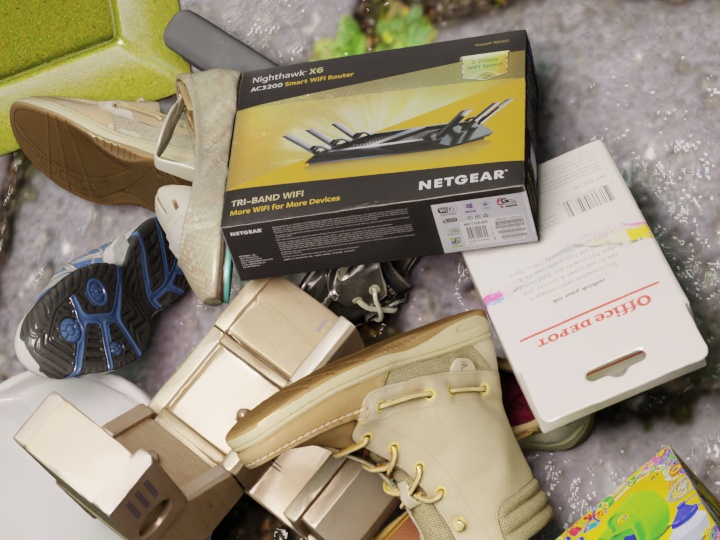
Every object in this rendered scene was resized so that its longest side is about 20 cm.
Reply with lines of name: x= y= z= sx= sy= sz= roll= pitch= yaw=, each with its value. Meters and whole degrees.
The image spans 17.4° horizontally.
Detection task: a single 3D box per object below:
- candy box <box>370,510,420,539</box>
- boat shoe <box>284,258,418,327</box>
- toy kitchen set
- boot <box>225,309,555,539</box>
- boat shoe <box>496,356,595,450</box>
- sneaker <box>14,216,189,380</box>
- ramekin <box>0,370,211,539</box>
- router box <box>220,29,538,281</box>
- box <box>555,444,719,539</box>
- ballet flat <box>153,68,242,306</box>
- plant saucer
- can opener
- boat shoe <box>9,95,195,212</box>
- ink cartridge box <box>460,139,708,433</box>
candy box: x=0.001 y=0.256 z=1.534 sx=0.200 sy=0.056 sz=0.117 roll=-37 pitch=64 yaw=9
boat shoe: x=0.000 y=0.000 z=1.596 sx=0.064 sy=0.071 sz=0.200 roll=34 pitch=89 yaw=28
toy kitchen set: x=-0.069 y=0.099 z=1.455 sx=0.163 sy=0.181 sz=0.200 roll=36 pitch=79 yaw=19
boot: x=0.023 y=0.124 z=1.438 sx=0.073 sy=0.200 sz=0.156 roll=-18 pitch=93 yaw=52
boat shoe: x=0.052 y=0.084 z=1.552 sx=0.199 sy=0.066 sz=0.074 roll=-5 pitch=74 yaw=22
sneaker: x=-0.186 y=0.031 z=1.618 sx=0.077 sy=0.200 sz=0.076 roll=-25 pitch=97 yaw=27
ramekin: x=-0.193 y=0.170 z=1.619 sx=0.202 sy=0.094 sz=0.203 roll=-6 pitch=74 yaw=22
router box: x=0.016 y=-0.076 z=1.533 sx=0.199 sy=0.052 sz=0.158 roll=-8 pitch=43 yaw=11
box: x=0.159 y=0.235 z=1.376 sx=0.200 sy=0.193 sz=0.122 roll=-41 pitch=101 yaw=6
ballet flat: x=-0.111 y=-0.056 z=1.590 sx=0.062 sy=0.068 sz=0.200 roll=5 pitch=50 yaw=-2
plant saucer: x=-0.238 y=-0.204 z=1.769 sx=0.199 sy=0.048 sz=0.200 roll=-18 pitch=69 yaw=18
can opener: x=-0.068 y=-0.112 z=1.667 sx=0.200 sy=0.053 sz=0.067 roll=34 pitch=90 yaw=28
boat shoe: x=-0.164 y=-0.089 z=1.701 sx=0.200 sy=0.072 sz=0.065 roll=18 pitch=44 yaw=27
ink cartridge box: x=0.140 y=0.022 z=1.484 sx=0.116 sy=0.068 sz=0.200 roll=-23 pitch=46 yaw=2
